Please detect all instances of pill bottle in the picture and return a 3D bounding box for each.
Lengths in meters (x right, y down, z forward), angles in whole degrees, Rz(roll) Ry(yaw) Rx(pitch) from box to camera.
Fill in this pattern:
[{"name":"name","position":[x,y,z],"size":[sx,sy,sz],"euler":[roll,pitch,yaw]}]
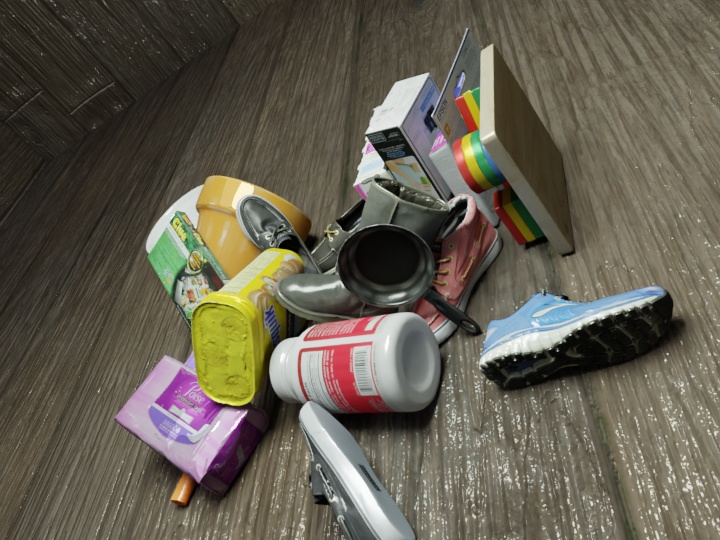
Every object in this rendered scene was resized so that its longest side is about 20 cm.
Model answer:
[{"name":"pill bottle","position":[-0.012,0.117,0.751],"size":[0.199,0.112,0.113],"euler":[-11,44,37]}]

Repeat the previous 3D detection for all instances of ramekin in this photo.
[{"name":"ramekin","position":[-0.352,-0.081,1.322],"size":[0.200,0.098,0.201],"euler":[-27,36,21]}]

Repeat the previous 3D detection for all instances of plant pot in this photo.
[{"name":"plant pot","position":[-0.209,-0.034,1.064],"size":[0.200,0.200,0.184],"euler":[7,71,48]}]

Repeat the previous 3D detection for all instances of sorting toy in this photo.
[{"name":"sorting toy","position":[0.185,-0.143,0.773],"size":[0.069,0.199,0.201],"euler":[-23,38,31]}]

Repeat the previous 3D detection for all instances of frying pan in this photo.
[{"name":"frying pan","position":[0.066,0.002,0.719],"size":[0.031,0.189,0.115],"euler":[-80,4,-56]}]

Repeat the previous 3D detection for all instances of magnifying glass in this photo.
[{"name":"magnifying glass","position":[-0.222,0.241,0.899],"size":[0.079,0.022,0.201],"euler":[-12,44,35]}]

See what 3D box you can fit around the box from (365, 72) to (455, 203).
[{"name":"box","position":[0.100,-0.159,0.873],"size":[0.060,0.200,0.117],"euler":[-3,47,41]}]

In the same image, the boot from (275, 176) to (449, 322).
[{"name":"boot","position":[-0.004,-0.022,0.764],"size":[0.073,0.181,0.201],"euler":[-85,9,-50]}]

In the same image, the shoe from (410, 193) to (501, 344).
[{"name":"shoe","position":[0.104,-0.001,0.788],"size":[0.071,0.091,0.200],"euler":[12,60,50]}]

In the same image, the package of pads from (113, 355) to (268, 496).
[{"name":"package of pads","position":[-0.235,0.208,0.858],"size":[0.199,0.076,0.121],"euler":[20,65,33]}]

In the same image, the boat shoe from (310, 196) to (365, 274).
[{"name":"boat shoe","position":[-0.023,-0.064,1.010],"size":[0.201,0.061,0.072],"euler":[-39,34,3]}]

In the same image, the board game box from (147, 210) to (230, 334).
[{"name":"board game box","position":[-0.272,0.007,0.986],"size":[0.105,0.023,0.200],"euler":[-51,59,21]}]

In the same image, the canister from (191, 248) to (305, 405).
[{"name":"canister","position":[-0.145,0.068,0.856],"size":[0.086,0.149,0.200],"euler":[7,24,14]}]

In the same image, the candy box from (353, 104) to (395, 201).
[{"name":"candy box","position":[0.064,-0.159,0.966],"size":[0.061,0.136,0.201],"euler":[-20,38,30]}]

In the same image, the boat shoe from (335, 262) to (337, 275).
[{"name":"boat shoe","position":[0.000,0.000,0.907],"size":[0.072,0.071,0.201],"euler":[-16,41,32]}]

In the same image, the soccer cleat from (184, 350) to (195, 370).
[{"name":"soccer cleat","position":[-0.219,0.108,0.987],"size":[0.073,0.068,0.200],"euler":[35,78,12]}]

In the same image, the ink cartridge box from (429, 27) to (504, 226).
[{"name":"ink cartridge box","position":[0.155,-0.195,0.859],"size":[0.043,0.200,0.197],"euler":[-9,45,38]}]

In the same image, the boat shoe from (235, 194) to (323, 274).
[{"name":"boat shoe","position":[-0.120,-0.037,0.952],"size":[0.070,0.201,0.066],"euler":[-34,2,-16]}]

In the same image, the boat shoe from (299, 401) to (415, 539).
[{"name":"boat shoe","position":[-0.021,0.227,0.650],"size":[0.066,0.070,0.200],"euler":[-46,52,3]}]

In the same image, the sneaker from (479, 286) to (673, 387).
[{"name":"sneaker","position":[0.213,0.050,0.636],"size":[0.199,0.079,0.089],"euler":[-20,41,28]}]
